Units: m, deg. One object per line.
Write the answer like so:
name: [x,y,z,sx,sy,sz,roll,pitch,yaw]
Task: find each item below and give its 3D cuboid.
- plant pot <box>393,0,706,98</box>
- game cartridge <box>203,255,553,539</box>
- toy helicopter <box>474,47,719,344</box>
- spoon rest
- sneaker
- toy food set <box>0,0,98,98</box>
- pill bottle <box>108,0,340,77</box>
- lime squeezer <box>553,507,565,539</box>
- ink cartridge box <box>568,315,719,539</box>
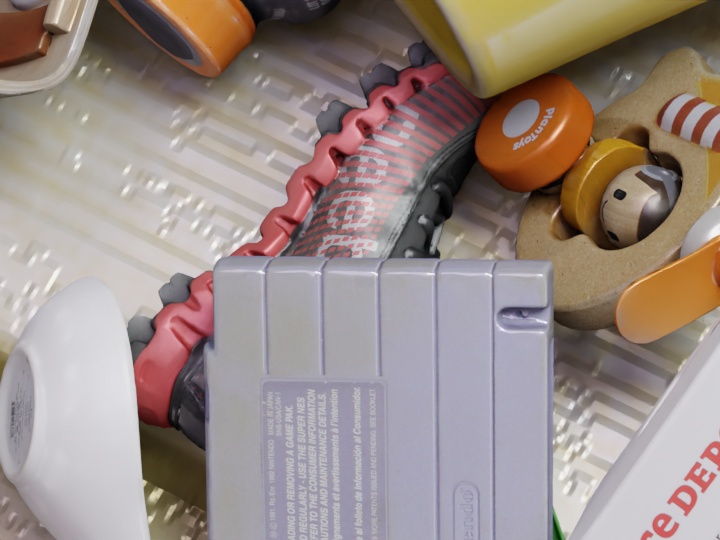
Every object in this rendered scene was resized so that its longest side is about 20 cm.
plant pot: [0.084,-0.169,1.064,0.189,0.201,0.201,-35,71,-2]
game cartridge: [0.007,0.094,1.070,0.129,0.038,0.201,2,100,12]
toy helicopter: [0.141,-0.045,1.061,0.200,0.079,0.132,-35,35,18]
spoon rest: [-0.106,0.102,1.104,0.060,0.099,0.201,6,83,-23]
sneaker: [0.000,0.000,1.124,0.098,0.071,0.200,40,83,18]
toy food set: [-0.154,-0.155,1.158,0.143,0.060,0.200,-3,67,51]
pill bottle: [-0.022,-0.173,1.163,0.106,0.106,0.200,37,80,17]
lime squeezer: [0.100,0.167,1.043,0.038,0.071,0.200,-3,29,-11]
ink cartridge box: [0.183,0.107,1.002,0.200,0.084,0.145,35,123,5]
